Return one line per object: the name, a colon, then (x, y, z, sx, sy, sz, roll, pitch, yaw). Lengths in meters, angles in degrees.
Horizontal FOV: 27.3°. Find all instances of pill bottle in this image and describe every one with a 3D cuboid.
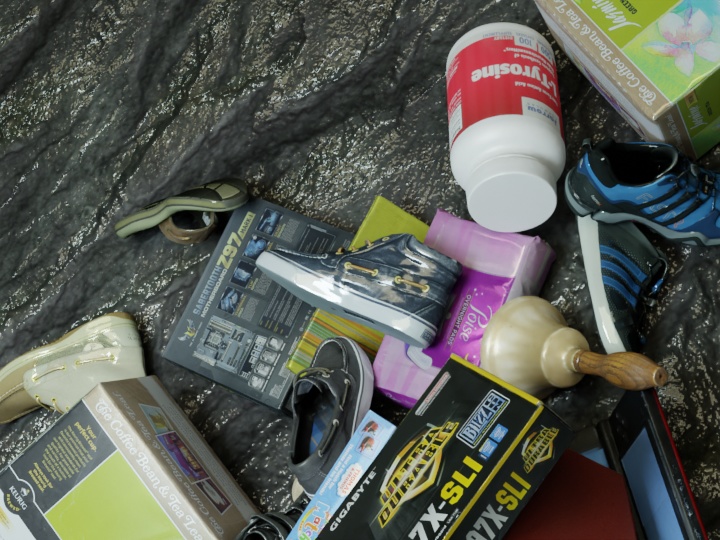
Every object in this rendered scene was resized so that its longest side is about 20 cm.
pill bottle: (0.143, -0.139, 1.458, 0.112, 0.112, 0.200, -15, 48, 17)

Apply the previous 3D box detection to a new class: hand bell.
hand bell: (0.205, 0.081, 1.325, 0.200, 0.104, 0.104, 6, 69, 61)

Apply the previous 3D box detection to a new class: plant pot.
plant pot: (0.125, 0.242, 1.271, 0.200, 0.200, 0.176, -17, 52, 50)

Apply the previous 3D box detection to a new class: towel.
towel: (0.004, 0.030, 1.505, 0.200, 0.086, 0.018, -62, 22, -9)

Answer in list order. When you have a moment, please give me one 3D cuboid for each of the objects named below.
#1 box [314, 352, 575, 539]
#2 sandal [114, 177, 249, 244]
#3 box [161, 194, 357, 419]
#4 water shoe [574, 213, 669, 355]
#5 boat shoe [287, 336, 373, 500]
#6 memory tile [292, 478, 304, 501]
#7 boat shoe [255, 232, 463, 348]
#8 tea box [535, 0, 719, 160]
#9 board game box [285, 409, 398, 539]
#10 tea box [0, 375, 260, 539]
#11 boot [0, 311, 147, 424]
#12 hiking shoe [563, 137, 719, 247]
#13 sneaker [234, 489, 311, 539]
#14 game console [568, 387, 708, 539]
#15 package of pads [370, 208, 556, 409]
box: (0.064, 0.176, 1.197, 0.200, 0.049, 0.160, -53, 27, -5)
sandal: (-0.186, -0.056, 1.601, 0.201, 0.080, 0.057, -14, 98, 47)
box: (-0.095, 0.035, 1.552, 0.158, 0.051, 0.200, 21, 80, 27)
water shoe: (0.255, 0.008, 1.406, 0.079, 0.072, 0.200, -13, 66, 12)
boat shoe: (-0.037, 0.126, 1.391, 0.070, 0.066, 0.200, -23, 37, 27)
memory tile: (0.002, 0.238, 1.421, 0.153, 0.017, 0.200, -1, 68, 23)
boat shoe: (0.000, 0.000, 1.439, 0.200, 0.071, 0.091, 22, 77, 23)
tea box: (0.309, -0.243, 1.435, 0.197, 0.134, 0.200, -40, 61, 4)
board game box: (-0.009, 0.235, 1.329, 0.037, 0.151, 0.200, 28, 82, 29)
tea box: (-0.235, 0.240, 1.444, 0.197, 0.134, 0.200, -41, 79, 13)
boot: (-0.306, 0.153, 1.584, 0.200, 0.072, 0.155, -29, 65, 10)
hiking shoe: (0.293, -0.074, 1.378, 0.200, 0.087, 0.074, 5, 62, -7)
sneaker: (-0.049, 0.231, 1.378, 0.071, 0.099, 0.200, 28, 81, 31)
game console: (0.215, 0.223, 1.318, 0.119, 0.172, 0.200, -11, 64, -11)
package of pads: (0.099, 0.047, 1.452, 0.120, 0.076, 0.200, 17, 77, 30)
